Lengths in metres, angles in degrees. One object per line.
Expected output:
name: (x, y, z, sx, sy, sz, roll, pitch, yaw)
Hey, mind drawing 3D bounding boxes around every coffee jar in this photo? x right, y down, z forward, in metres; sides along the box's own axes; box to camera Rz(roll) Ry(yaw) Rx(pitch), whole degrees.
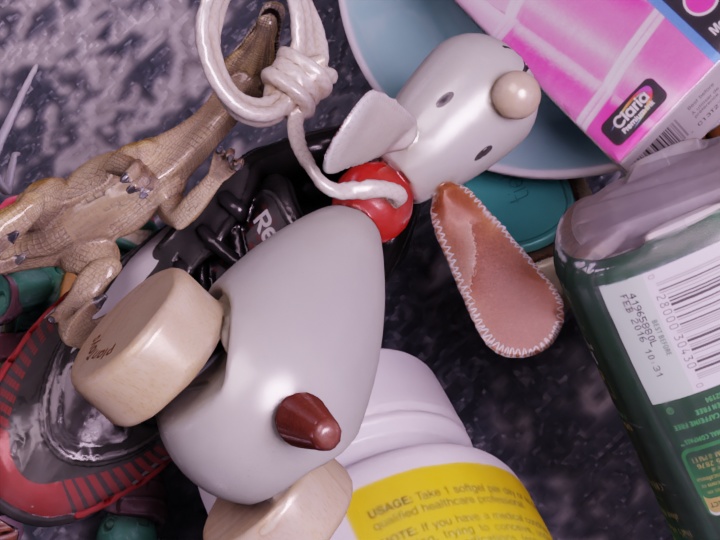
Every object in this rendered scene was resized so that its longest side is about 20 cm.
coffee jar: (0.132, 0.062, 0.667, 0.085, 0.201, 0.104, -23, 13, 10)

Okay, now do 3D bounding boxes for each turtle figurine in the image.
turtle figurine: (-0.099, 0.030, 0.852, 0.148, 0.101, 0.202, 11, 67, -11)

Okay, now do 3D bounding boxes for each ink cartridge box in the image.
ink cartridge box: (0.068, -0.127, 0.778, 0.095, 0.037, 0.200, -46, 57, 7)

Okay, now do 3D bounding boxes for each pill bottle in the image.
pill bottle: (0.023, 0.131, 0.731, 0.114, 0.114, 0.201, -31, 56, 6)

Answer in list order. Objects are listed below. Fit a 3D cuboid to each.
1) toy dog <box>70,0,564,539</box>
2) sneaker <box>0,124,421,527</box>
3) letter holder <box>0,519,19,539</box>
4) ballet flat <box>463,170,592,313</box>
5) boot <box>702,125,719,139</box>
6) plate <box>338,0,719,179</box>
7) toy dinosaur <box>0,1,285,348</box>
toy dog: (0.000, 0.000, 0.682, 0.096, 0.131, 0.202, -4, 64, 56)
sneaker: (-0.053, 0.012, 0.771, 0.200, 0.098, 0.071, -39, 92, -19)
letter holder: (-0.216, 0.171, 0.750, 0.100, 0.142, 0.202, 25, 111, 32)
ballet flat: (0.047, -0.061, 0.852, 0.069, 0.070, 0.201, -21, 53, 13)
boot: (0.145, -0.046, 0.785, 0.200, 0.077, 0.155, -43, 61, -8)
plate: (0.085, -0.125, 0.803, 0.198, 0.026, 0.202, -9, 68, 23)
toy dinosaur: (-0.100, -0.015, 0.758, 0.199, 0.058, 0.101, -28, 21, 14)
